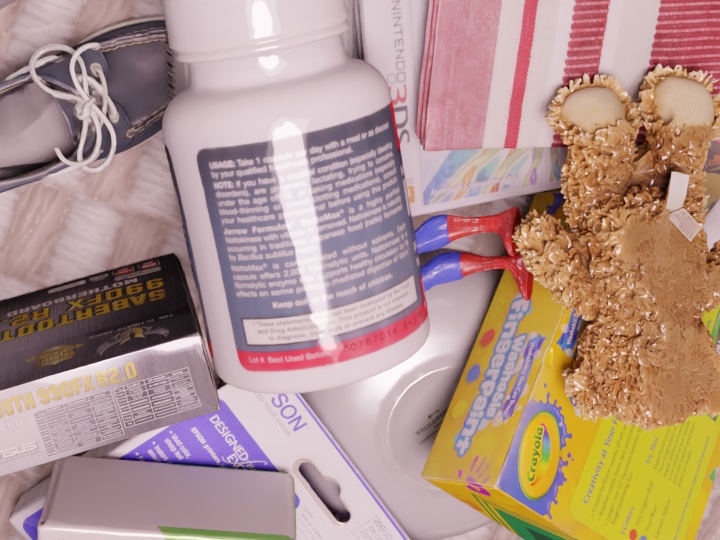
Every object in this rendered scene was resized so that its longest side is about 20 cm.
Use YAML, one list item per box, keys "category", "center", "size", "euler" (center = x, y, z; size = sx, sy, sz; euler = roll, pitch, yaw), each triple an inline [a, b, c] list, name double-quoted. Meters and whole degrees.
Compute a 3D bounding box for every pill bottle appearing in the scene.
- category: "pill bottle"
  center: [-0.037, -0.049, 0.689]
  size: [0.119, 0.120, 0.200]
  euler: [-13, 106, -9]

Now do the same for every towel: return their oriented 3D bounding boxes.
- category: "towel"
  center: [0.131, -0.136, 0.728]
  size: [0.200, 0.023, 0.144]
  euler: [-3, 119, -16]

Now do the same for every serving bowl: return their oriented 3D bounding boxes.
- category: "serving bowl"
  center: [0.051, 0.091, 0.866]
  size: [0.200, 0.066, 0.200]
  euler: [-4, 107, -12]

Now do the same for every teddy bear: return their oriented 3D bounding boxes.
- category: "teddy bear"
  center: [0.155, -0.015, 0.743]
  size: [0.145, 0.067, 0.200]
  euler: [-26, 104, -15]

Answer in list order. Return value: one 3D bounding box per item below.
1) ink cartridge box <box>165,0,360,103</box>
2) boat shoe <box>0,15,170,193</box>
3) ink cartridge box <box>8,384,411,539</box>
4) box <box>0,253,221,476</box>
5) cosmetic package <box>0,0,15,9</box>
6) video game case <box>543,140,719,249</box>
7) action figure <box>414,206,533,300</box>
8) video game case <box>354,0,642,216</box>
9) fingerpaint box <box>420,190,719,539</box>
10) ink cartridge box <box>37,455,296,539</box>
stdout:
- category: "ink cartridge box"
  center: [-0.011, -0.167, 0.756]
  size: [0.200, 0.047, 0.160]
  euler: [-7, 108, -20]
- category: "boat shoe"
  center: [-0.172, -0.091, 0.764]
  size: [0.200, 0.062, 0.075]
  euler: [-21, 104, -8]
- category: "ink cartridge box"
  center: [-0.084, 0.172, 0.858]
  size: [0.200, 0.043, 0.198]
  euler: [-32, 110, 8]
- category: "box"
  center: [-0.187, 0.058, 0.754]
  size: [0.200, 0.158, 0.048]
  euler: [-16, 109, -7]
- category: "cosmetic package"
  center: [-0.151, -0.197, 0.656]
  size: [0.085, 0.200, 0.108]
  euler: [58, 44, -14]
- category: "video game case"
  center: [0.183, -0.113, 0.819]
  size: [0.200, 0.036, 0.181]
  euler: [22, 120, -16]
- category: "action figure"
  center: [0.000, 0.000, 0.805]
  size: [0.200, 0.052, 0.065]
  euler: [-4, 143, 21]
- category: "video game case"
  center: [0.098, -0.126, 0.750]
  size: [0.200, 0.022, 0.182]
  euler: [-11, 123, -9]
- category: "fingerpaint box"
  center: [0.150, 0.075, 0.827]
  size: [0.167, 0.073, 0.200]
  euler: [34, 69, -29]
- category: "ink cartridge box"
  center: [-0.121, 0.222, 0.806]
  size: [0.145, 0.084, 0.200]
  euler: [5, 111, -7]
